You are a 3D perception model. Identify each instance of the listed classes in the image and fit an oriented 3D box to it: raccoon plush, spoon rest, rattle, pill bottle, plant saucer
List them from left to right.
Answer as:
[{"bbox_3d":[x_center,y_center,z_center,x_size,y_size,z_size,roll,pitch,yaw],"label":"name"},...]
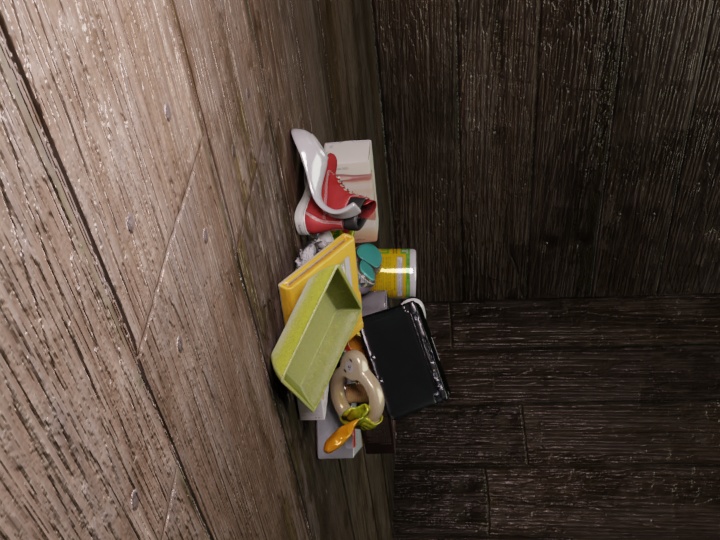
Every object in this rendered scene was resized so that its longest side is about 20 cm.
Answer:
[{"bbox_3d":[-0.087,0.020,1.586,0.134,0.096,0.202,162,-47,-84],"label":"raccoon plush"},{"bbox_3d":[-0.075,0.105,1.373,0.201,0.047,0.200,-64,160,-16],"label":"plant saucer"},{"bbox_3d":[-0.074,-0.171,1.526,0.201,0.060,0.099,59,7,24],"label":"spoon rest"},{"bbox_3d":[-0.044,0.209,1.574,0.130,0.142,0.203,10,-68,58],"label":"rattle"},{"bbox_3d":[0.026,0.007,1.920,0.111,0.197,0.113,0,90,-88],"label":"pill bottle"}]

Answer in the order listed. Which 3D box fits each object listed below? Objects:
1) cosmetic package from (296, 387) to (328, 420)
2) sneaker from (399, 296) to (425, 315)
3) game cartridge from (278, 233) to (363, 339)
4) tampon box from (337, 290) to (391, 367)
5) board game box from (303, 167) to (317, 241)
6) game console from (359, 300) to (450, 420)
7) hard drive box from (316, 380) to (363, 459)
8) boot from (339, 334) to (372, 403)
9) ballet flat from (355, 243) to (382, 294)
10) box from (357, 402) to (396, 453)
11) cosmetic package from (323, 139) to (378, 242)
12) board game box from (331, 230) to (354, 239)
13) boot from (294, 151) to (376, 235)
[{"bbox_3d":[-0.082,0.170,1.573,0.201,0.050,0.083,-85,170,-48],"label":"cosmetic package"},{"bbox_3d":[0.098,0.101,1.858,0.201,0.072,0.113,93,-4,-46],"label":"sneaker"},{"bbox_3d":[-0.062,0.064,1.473,0.176,0.032,0.202,-40,136,-38],"label":"game cartridge"},{"bbox_3d":[-0.006,0.135,1.836,0.200,0.148,0.128,72,16,-69],"label":"tampon box"},{"bbox_3d":[-0.084,-0.126,1.770,0.200,0.025,0.203,-70,157,-74],"label":"board game box"},{"bbox_3d":[0.088,0.172,1.669,0.176,0.115,0.202,23,48,-80],"label":"game console"},{"bbox_3d":[-0.042,0.302,1.794,0.200,0.076,0.158,29,58,-83],"label":"hard drive box"},{"bbox_3d":[0.019,0.158,1.693,0.071,0.142,0.204,154,-75,-72],"label":"boot"},{"bbox_3d":[0.000,0.000,1.795,0.201,0.071,0.073,-72,159,-70],"label":"ballet flat"},{"bbox_3d":[0.037,0.300,1.857,0.101,0.074,0.201,-88,171,-45],"label":"box"},{"bbox_3d":[-0.019,-0.163,1.803,0.088,0.102,0.202,-86,170,-52],"label":"cosmetic package"},{"bbox_3d":[-0.047,-0.018,1.758,0.200,0.047,0.103,96,7,-72],"label":"board game box"},{"bbox_3d":[-0.031,-0.147,1.595,0.073,0.142,0.202,69,25,-45],"label":"boot"}]
